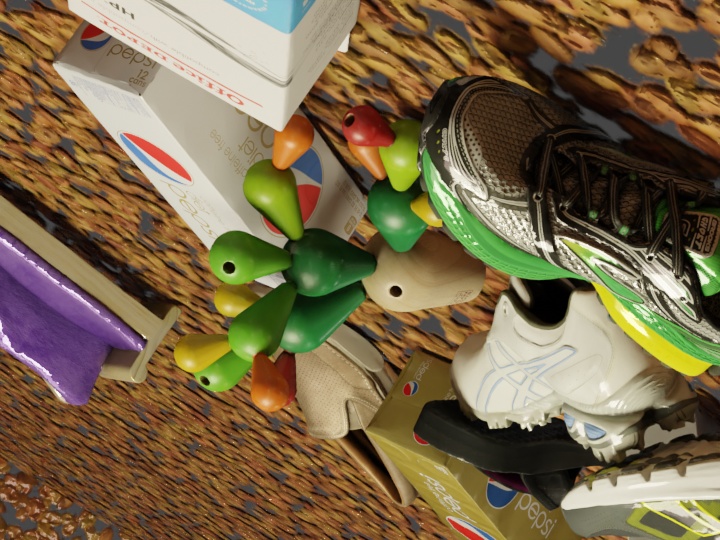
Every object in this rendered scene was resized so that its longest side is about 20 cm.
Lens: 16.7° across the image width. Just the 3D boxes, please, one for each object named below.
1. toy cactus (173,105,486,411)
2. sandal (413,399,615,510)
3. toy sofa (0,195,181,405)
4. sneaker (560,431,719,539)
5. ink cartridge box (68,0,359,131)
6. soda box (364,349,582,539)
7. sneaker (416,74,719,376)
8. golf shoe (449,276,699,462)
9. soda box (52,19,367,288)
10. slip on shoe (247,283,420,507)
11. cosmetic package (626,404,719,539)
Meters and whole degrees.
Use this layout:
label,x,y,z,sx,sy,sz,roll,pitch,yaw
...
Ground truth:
label,x,y,z,sx,sy,sz,roll,pitch,yaw
toy cactus,0.000,0.000,1.226,0.165,0.200,0.102,4,-142,-41
sandal,0.087,0.106,1.387,0.075,0.048,0.200,28,-170,33
toy sofa,-0.239,0.012,1.773,0.200,0.098,0.083,39,164,-20
sneaker,0.184,0.123,1.172,0.200,0.074,0.085,-10,95,39
ink cartridge box,-0.063,-0.130,1.036,0.116,0.067,0.200,30,165,6
soda box,0.079,0.131,1.573,0.068,0.064,0.200,22,161,35
sneaker,0.113,-0.025,1.029,0.200,0.078,0.085,29,160,-20
golf shoe,0.099,0.033,1.262,0.200,0.078,0.097,5,122,64
soda box,-0.071,-0.067,1.247,0.064,0.068,0.200,22,161,35
slip on shoe,-0.014,0.083,1.614,0.076,0.061,0.200,14,156,49
cosmetic package,0.177,0.170,1.266,0.051,0.200,0.083,-21,134,23
